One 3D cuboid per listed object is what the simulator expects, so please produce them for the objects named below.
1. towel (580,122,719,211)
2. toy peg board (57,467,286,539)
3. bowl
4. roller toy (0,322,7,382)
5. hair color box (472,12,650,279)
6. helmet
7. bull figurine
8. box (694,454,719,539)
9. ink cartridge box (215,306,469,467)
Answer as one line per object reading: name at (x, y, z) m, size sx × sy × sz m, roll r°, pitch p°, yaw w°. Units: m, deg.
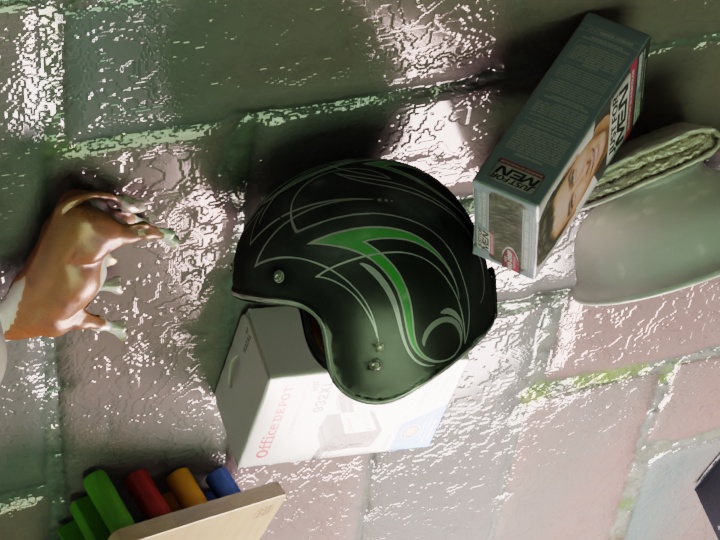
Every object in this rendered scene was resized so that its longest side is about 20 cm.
towel at (0.207, -0.082, 1.769) m, size 0.200 × 0.035 × 0.133 m, roll -23°, pitch -173°, yaw 1°
toy peg board at (-0.208, 0.265, 2.046) m, size 0.199 × 0.098 × 0.200 m, roll -14°, pitch 148°, yaw -38°
bowl at (0.270, -0.045, 1.825) m, size 0.201 × 0.090 × 0.201 m, roll -19°, pitch -171°, yaw 3°
roller toy at (-0.375, 0.049, 1.607) m, size 0.182 × 0.140 × 0.200 m, roll -12°, pitch 144°, yaw -14°
hair color box at (0.162, -0.101, 1.652) m, size 0.200 × 0.061 × 0.099 m, roll -54°, pitch 157°, yaw -29°
helmet at (0.000, 0.000, 1.695) m, size 0.200 × 0.200 × 0.191 m, roll -30°, pitch 101°, yaw 12°
bull figurine at (-0.238, 0.008, 1.692) m, size 0.121 × 0.065 × 0.200 m, roll 2°, pitch 141°, yaw -35°
box at (0.495, 0.295, 2.332) m, size 0.148 × 0.200 × 0.104 m, roll 1°, pitch 140°, yaw -29°
ink cartridge box at (-0.019, 0.102, 1.911) m, size 0.200 × 0.084 × 0.145 m, roll -4°, pitch 142°, yaw -22°
